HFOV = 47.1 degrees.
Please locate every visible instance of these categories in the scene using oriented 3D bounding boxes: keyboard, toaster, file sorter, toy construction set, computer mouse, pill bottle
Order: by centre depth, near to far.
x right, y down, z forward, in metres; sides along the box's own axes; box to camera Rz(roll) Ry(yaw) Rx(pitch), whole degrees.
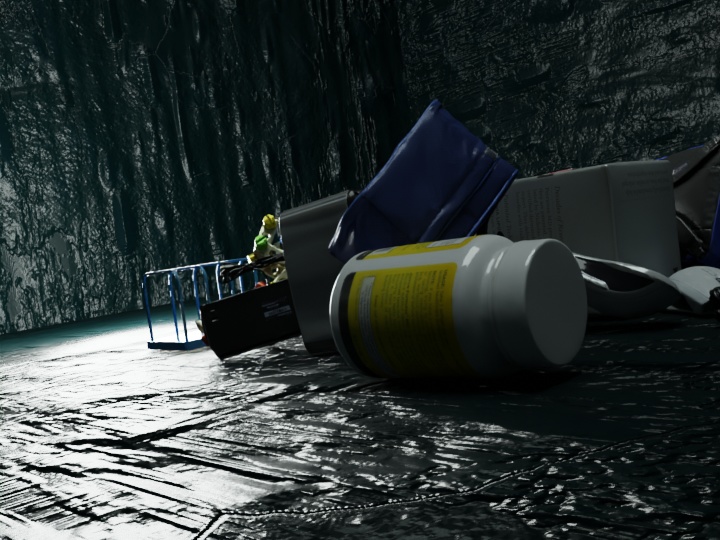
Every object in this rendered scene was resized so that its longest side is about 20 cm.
[{"bbox_3d":[0.078,0.032,0.686,0.197,0.117,0.113,-6,3,44],"label":"pill bottle"},{"bbox_3d":[0.362,0.019,0.842,0.107,0.045,0.200,-10,2,-7],"label":"computer mouse"},{"bbox_3d":[0.227,0.013,0.853,0.197,0.045,0.109,16,-13,42],"label":"computer mouse"},{"bbox_3d":[0.000,0.000,1.002,0.116,0.185,0.199,-13,1,26],"label":"toaster"},{"bbox_3d":[-0.117,0.034,1.094,0.196,0.129,0.021,-16,-19,-12],"label":"keyboard"},{"bbox_3d":[-0.142,0.031,1.151,0.130,0.201,0.092,34,-13,16],"label":"toy construction set"},{"bbox_3d":[-0.234,0.050,1.336,0.197,0.126,0.137,-9,3,-39],"label":"file sorter"}]

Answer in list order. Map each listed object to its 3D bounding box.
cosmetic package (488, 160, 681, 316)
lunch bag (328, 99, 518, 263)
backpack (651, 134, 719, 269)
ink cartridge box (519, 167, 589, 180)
[{"bbox_3d":[0.261,-0.035,1.005,0.163,0.169,0.197,-10,3,-45],"label":"cosmetic package"},{"bbox_3d":[0.066,-0.052,0.854,0.201,0.131,0.136,-53,-1,-19],"label":"lunch bag"},{"bbox_3d":[0.431,-0.056,1.085,0.165,0.166,0.199,25,-14,-25],"label":"backpack"},{"bbox_3d":[0.282,-0.069,1.261,0.082,0.149,0.198,-8,2,-34],"label":"ink cartridge box"}]
